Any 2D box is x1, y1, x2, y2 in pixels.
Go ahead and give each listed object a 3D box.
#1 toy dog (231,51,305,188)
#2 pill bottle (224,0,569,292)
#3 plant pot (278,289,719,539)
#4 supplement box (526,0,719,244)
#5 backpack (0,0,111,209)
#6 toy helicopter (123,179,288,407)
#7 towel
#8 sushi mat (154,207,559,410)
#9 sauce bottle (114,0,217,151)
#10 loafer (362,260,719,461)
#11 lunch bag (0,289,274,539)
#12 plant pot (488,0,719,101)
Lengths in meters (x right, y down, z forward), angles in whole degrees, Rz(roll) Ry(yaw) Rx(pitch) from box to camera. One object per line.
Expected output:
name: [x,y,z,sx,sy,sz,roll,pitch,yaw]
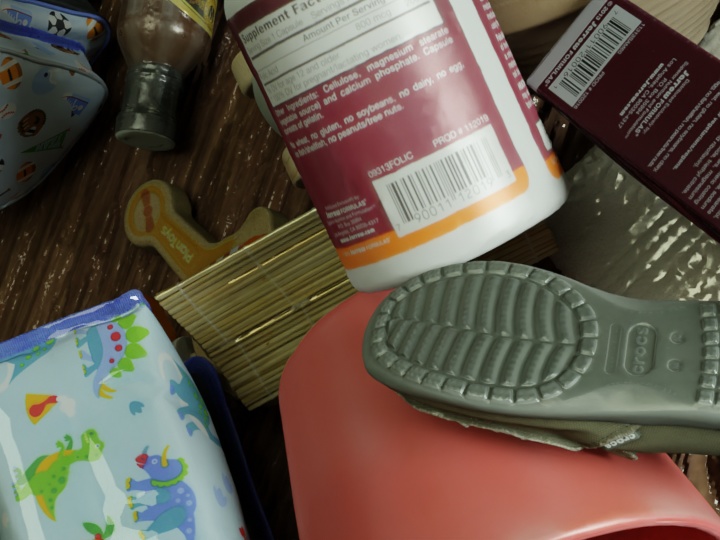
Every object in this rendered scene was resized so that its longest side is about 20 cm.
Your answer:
toy dog: [-0.015,-0.120,0.815,0.096,0.200,0.132,-28,98,-7]
pill bottle: [0.007,-0.101,0.663,0.114,0.114,0.201,-23,97,20]
plant pot: [0.053,0.108,0.700,0.200,0.200,0.178,-37,51,13]
supplement box: [0.171,-0.038,0.626,0.061,0.109,0.200,-50,44,9]
backpack: [-0.274,-0.121,0.945,0.190,0.200,0.154,-44,58,24]
toy helicopter: [-0.092,0.013,0.876,0.200,0.079,0.133,42,105,41]
towel: [0.192,-0.050,0.756,0.200,0.034,0.133,-45,59,10]
sushi mat: [0.000,0.000,0.765,0.199,0.096,0.012,-28,30,10]
sauce bottle: [-0.125,-0.178,0.946,0.064,0.065,0.201,1,77,28]
loafer: [0.096,0.049,0.596,0.199,0.070,0.075,9,53,22]
lunch bag: [-0.118,0.131,0.772,0.127,0.200,0.171,-19,67,-7]
plant pot: [0.124,-0.154,0.766,0.200,0.093,0.201,-24,24,11]
